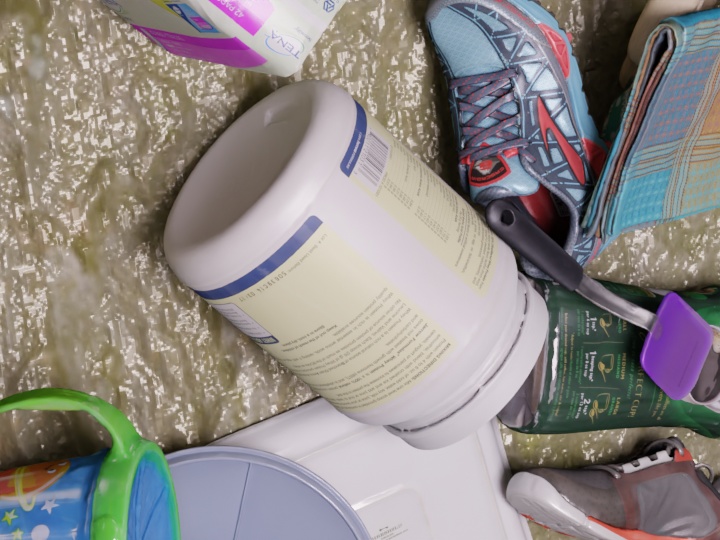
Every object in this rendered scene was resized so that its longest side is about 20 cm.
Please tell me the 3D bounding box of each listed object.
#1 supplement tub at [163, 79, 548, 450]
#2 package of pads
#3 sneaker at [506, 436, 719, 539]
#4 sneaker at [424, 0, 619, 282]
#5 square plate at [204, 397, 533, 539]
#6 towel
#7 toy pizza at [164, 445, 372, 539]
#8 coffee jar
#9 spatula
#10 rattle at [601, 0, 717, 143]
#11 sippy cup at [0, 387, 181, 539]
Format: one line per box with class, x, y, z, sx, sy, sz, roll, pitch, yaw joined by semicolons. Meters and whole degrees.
supplement tub;0.000;0.000;1.228;0.200;0.145;0.145;41;85;-25
package of pads;-0.113;-0.176;1.111;0.154;0.200;0.068;37;83;-24
sneaker;0.179;0.144;1.380;0.200;0.077;0.082;19;83;-37
sneaker;0.096;-0.082;1.260;0.200;0.079;0.096;58;42;-17
square plate;0.015;0.166;1.336;0.200;0.028;0.198;-22;109;-16
towel;0.220;-0.097;1.297;0.200;0.022;0.147;-14;128;-49
toy pizza;-0.085;0.200;1.282;0.200;0.032;0.201;0;104;-1
coffee jar;0.187;0.057;1.350;0.200;0.085;0.104;4;92;-23
spatula;0.144;0.014;1.257;0.200;0.021;0.057;34;71;-27
rattle;0.157;-0.170;1.305;0.143;0.130;0.200;25;125;-5
sippy cup;-0.180;0.167;1.194;0.130;0.140;0.178;-4;64;8
